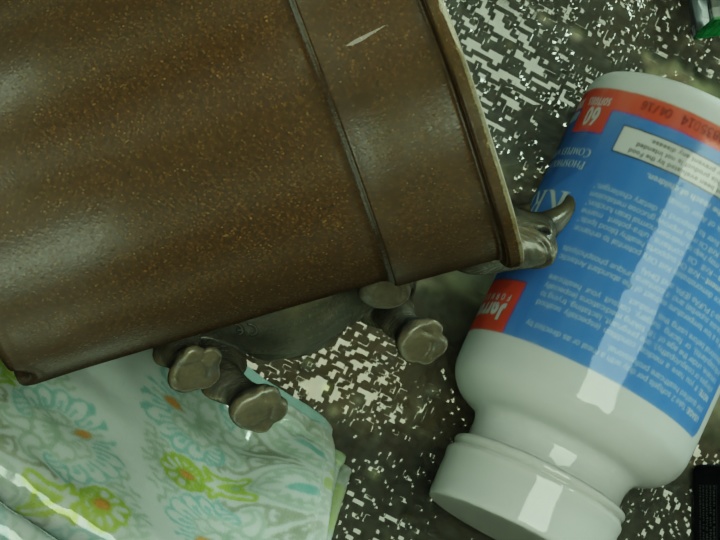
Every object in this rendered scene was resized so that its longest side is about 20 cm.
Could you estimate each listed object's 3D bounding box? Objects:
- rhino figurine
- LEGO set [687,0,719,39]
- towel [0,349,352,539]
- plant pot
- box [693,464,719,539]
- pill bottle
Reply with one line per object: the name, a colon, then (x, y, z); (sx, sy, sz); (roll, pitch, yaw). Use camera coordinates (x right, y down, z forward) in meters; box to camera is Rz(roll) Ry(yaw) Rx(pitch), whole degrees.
rhino figurine: (0.000, 0.000, 1.201); (0.199, 0.087, 0.060); (-21, 125, -16)
LEGO set: (0.206, -0.176, 1.273); (0.153, 0.200, 0.117); (-8, 86, 5)
towel: (-0.097, 0.070, 1.183); (0.199, 0.171, 0.048); (33, 116, -10)
plant pot: (-0.065, -0.062, 1.103); (0.197, 0.200, 0.201); (-20, 91, -1)
box: (0.244, 0.134, 1.244); (0.147, 0.200, 0.108); (1, 86, -15)
pill bottle: (0.108, 0.025, 1.262); (0.112, 0.112, 0.201); (29, 79, -11)
